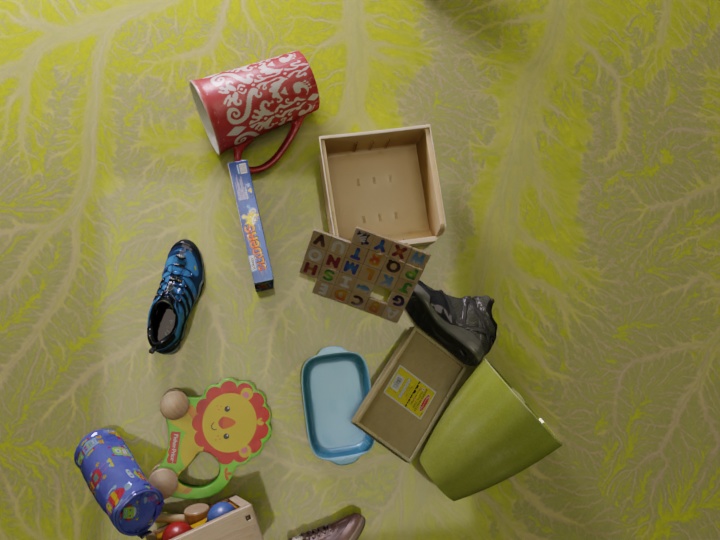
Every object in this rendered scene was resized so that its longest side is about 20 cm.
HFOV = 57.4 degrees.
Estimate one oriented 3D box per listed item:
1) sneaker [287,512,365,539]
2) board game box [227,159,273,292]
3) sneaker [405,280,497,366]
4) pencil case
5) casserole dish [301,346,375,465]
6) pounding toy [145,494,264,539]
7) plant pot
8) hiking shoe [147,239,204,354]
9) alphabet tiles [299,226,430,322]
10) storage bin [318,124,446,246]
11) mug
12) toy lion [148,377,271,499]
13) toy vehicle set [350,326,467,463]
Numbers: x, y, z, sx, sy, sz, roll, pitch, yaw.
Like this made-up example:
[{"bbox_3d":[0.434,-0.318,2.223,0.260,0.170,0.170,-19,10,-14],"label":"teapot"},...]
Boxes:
[{"bbox_3d":[-0.081,0.466,1.095,0.200,0.070,0.076,-41,88,-11],"label":"sneaker"},{"bbox_3d":[-0.185,-0.071,1.119,0.034,0.135,0.202,-12,84,-9],"label":"board game box"},{"bbox_3d":[0.163,0.068,1.178,0.199,0.076,0.114,39,57,16],"label":"sneaker"},{"bbox_3d":[-0.375,0.326,1.024,0.086,0.199,0.079,17,97,-45],"label":"pencil case"},{"bbox_3d":[-0.039,0.233,1.146,0.120,0.039,0.202,-7,84,-8],"label":"casserole dish"},{"bbox_3d":[-0.265,0.424,1.036,0.183,0.200,0.143,-18,85,-23],"label":"pounding toy"},{"bbox_3d":[0.203,0.286,1.113,0.200,0.187,0.187,-43,89,5],"label":"plant pot"},{"bbox_3d":[-0.311,0.043,1.112,0.074,0.087,0.202,10,82,-6],"label":"hiking shoe"},{"bbox_3d":[0.000,0.000,1.135,0.198,0.168,0.008,20,39,-4],"label":"alphabet tiles"},{"bbox_3d":[0.035,-0.139,1.175,0.198,0.094,0.201,-8,83,-8],"label":"storage bin"},{"bbox_3d":[-0.180,-0.288,1.171,0.199,0.178,0.134,-25,50,-14],"label":"mug"},{"bbox_3d":[-0.248,0.282,1.108,0.190,0.069,0.202,9,82,-13],"label":"toy lion"},{"bbox_3d":[0.087,0.215,1.146,0.124,0.026,0.201,38,72,-10],"label":"toy vehicle set"}]
